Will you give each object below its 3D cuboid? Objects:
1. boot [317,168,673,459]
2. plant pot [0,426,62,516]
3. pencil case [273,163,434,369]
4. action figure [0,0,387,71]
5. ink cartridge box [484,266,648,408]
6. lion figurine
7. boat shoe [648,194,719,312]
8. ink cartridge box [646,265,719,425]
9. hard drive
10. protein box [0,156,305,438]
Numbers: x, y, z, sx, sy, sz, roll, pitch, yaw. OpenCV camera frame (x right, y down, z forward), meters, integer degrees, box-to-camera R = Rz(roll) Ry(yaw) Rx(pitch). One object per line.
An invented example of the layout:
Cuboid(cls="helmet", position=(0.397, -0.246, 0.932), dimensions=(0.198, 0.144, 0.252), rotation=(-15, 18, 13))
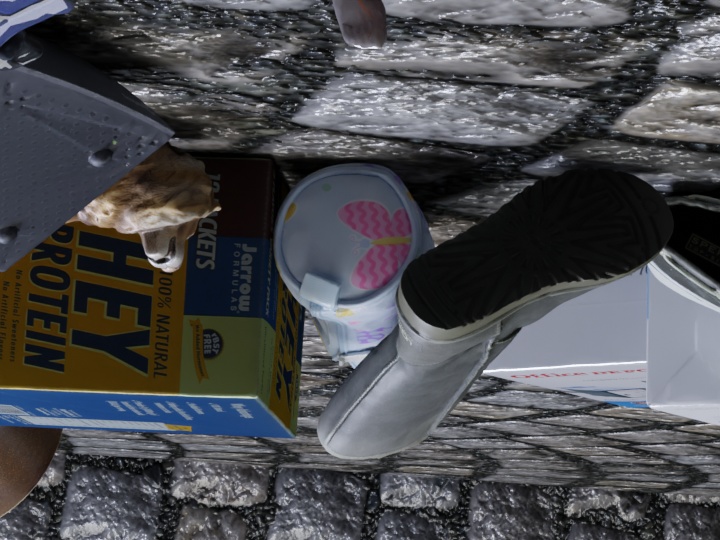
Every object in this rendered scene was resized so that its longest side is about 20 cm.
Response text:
Cuboid(cls="boot", position=(0.072, 0.032, 1.269), dimensions=(0.182, 0.073, 0.200), rotation=(-19, 155, -18))
Cuboid(cls="plant pot", position=(-0.334, 0.074, 1.637), dimensions=(0.187, 0.187, 0.200), rotation=(0, 155, 12))
Cuboid(cls="pencil case", position=(0.000, 0.000, 1.309), dimensions=(0.083, 0.091, 0.200), rotation=(38, 173, 11))
Cuboid(cls="action figure", position=(-0.041, -0.126, 0.595), dimensions=(0.200, 0.105, 0.193), rotation=(-31, 149, 25))
Cuboid(cls="ink cartridge box", position=(0.189, 0.037, 1.485), dimensions=(0.146, 0.086, 0.200), rotation=(-5, 169, 36))
Cuboid(cls="lion figurine", position=(-0.180, -0.051, 1.169), dimensions=(0.200, 0.073, 0.122), rotation=(14, -170, 19))
Cuboid(cls="boat shoe", position=(0.247, 0.014, 1.247), dimensions=(0.200, 0.071, 0.064), rotation=(22, 174, 11))
Cuboid(cls="ink cartridge box", position=(0.253, 0.039, 1.390), dimensions=(0.067, 0.116, 0.200), rotation=(-6, 167, 36))
Cuboid(cls="hard drive", position=(-0.191, -0.060, 1.004), dimensions=(0.135, 0.042, 0.200), rotation=(-36, 153, 23))
Cuboid(cls="protein box", position=(-0.141, 0.019, 1.318), dimensions=(0.200, 0.135, 0.199), rotation=(2, 170, 5))
